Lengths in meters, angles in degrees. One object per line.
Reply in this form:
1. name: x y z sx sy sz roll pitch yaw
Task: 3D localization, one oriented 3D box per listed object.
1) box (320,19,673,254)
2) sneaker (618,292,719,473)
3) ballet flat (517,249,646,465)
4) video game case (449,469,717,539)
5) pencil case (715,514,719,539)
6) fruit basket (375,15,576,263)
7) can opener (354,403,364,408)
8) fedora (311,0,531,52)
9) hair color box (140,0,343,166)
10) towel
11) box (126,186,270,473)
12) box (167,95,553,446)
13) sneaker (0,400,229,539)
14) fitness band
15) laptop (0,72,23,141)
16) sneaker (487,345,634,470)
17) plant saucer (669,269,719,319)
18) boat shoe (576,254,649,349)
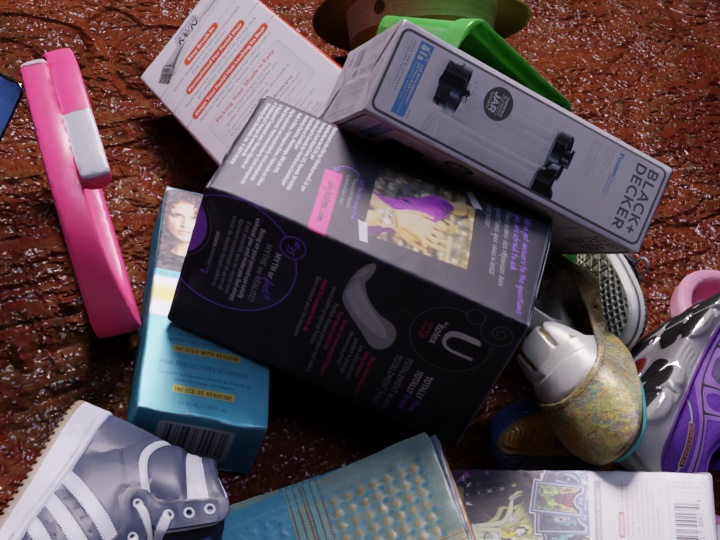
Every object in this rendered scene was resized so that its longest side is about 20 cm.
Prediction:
1. box: 0.083 -0.077 0.726 0.200 0.117 0.060 25 83 -17
2. sneaker: 0.218 0.083 0.748 0.083 0.081 0.200 50 44 -3
3. ballet flat: 0.128 0.046 0.719 0.070 0.071 0.200 18 28 -8
4. video game case: 0.104 0.201 0.606 0.181 0.036 0.200 -1 50 10
5. pencil case: 0.215 0.192 0.711 0.199 0.083 0.087 17 41 -7
6. fruit basket: 0.101 -0.085 0.865 0.215 0.156 0.216 29 5 -3
7. can opener: 0.032 0.030 0.831 0.067 0.053 0.200 44 32 -28
8. fedora: 0.053 -0.196 1.007 0.200 0.201 0.082 4 82 -23
9. hair color box: -0.075 -0.131 0.852 0.064 0.111 0.200 30 12 -49
10. towel: 0.003 0.193 0.601 0.146 0.022 0.200 -20 50 -1
11. box: -0.103 0.034 0.748 0.082 0.049 0.200 12 42 -15
12. box: 0.000 0.000 0.700 0.200 0.122 0.106 24 42 0
13. sneaker: -0.135 0.157 0.587 0.108 0.070 0.200 21 38 -2
14. fitness band: -0.180 -0.050 0.728 0.037 0.144 0.200 -14 54 -13
15. laptop: -0.347 -0.068 0.687 0.187 0.116 0.200 29 41 6
16. sneaker: 0.154 0.098 0.799 0.200 0.075 0.088 0 37 -38
17. plant saucer: 0.320 0.085 0.881 0.200 0.051 0.201 23 32 -15
18. boat shoe: 0.183 0.010 0.858 0.062 0.075 0.200 18 14 -11
